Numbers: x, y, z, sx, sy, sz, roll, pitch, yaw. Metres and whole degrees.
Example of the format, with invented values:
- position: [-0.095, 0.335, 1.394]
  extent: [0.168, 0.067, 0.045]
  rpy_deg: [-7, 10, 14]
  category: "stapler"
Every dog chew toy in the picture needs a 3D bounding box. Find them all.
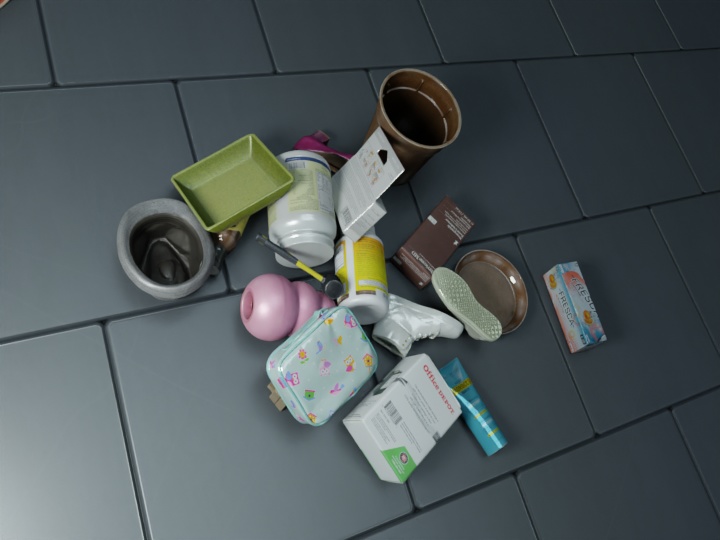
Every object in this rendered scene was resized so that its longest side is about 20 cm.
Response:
- position: [-0.132, 0.075, 1.282]
  extent: [0.195, 0.124, 0.128]
  rpy_deg: [7, 64, -34]
  category: "dog chew toy"

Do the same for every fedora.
- position: [-0.367, -0.025, 1.243]
  extent: [0.173, 0.091, 0.203]
  rpy_deg: [-21, 69, -29]
  category: "fedora"

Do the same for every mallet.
- position: [-0.118, -0.014, 1.278]
  extent: [0.197, 0.066, 0.042]
  rpy_deg: [35, 94, -7]
  category: "mallet"

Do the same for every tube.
- position: [0.232, 0.286, 1.380]
  extent: [0.076, 0.051, 0.203]
  rpy_deg: [-22, 72, -36]
  category: "tube"

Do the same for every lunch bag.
- position: [-0.069, 0.168, 1.218]
  extent: [0.199, 0.076, 0.163]
  rpy_deg: [-41, 103, -31]
  category: "lunch bag"

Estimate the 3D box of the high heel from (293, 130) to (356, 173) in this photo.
- position: [-0.058, -0.232, 1.476]
  extent: [0.198, 0.068, 0.096]
  rpy_deg: [36, 48, 14]
  category: "high heel"

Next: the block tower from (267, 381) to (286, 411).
- position: [-0.096, 0.181, 1.283]
  extent: [0.054, 0.058, 0.199]
  rpy_deg: [47, 58, 3]
  category: "block tower"

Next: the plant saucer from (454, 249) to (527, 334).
- position: [0.293, 0.053, 1.513]
  extent: [0.194, 0.035, 0.207]
  rpy_deg: [9, 64, -18]
  category: "plant saucer"

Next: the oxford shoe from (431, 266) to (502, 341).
- position: [0.221, 0.079, 1.419]
  extent: [0.200, 0.058, 0.075]
  rpy_deg: [46, 65, -4]
  category: "oxford shoe"

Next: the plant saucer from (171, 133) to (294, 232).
- position: [-0.249, -0.164, 1.300]
  extent: [0.197, 0.049, 0.200]
  rpy_deg: [-32, 50, -15]
  category: "plant saucer"

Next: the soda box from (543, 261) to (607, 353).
- position: [0.507, 0.085, 1.564]
  extent: [0.062, 0.069, 0.206]
  rpy_deg: [-7, 69, -24]
  category: "soda box"

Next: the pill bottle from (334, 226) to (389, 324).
- position: [0.000, 0.000, 1.366]
  extent: [0.106, 0.110, 0.206]
  rpy_deg: [7, 58, -19]
  category: "pill bottle"

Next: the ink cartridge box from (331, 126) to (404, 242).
- position: [0.015, -0.181, 1.364]
  extent: [0.044, 0.176, 0.202]
  rpy_deg: [36, 20, -34]
  category: "ink cartridge box"

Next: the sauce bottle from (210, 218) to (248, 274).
- position: [-0.266, -0.087, 1.328]
  extent: [0.063, 0.065, 0.205]
  rpy_deg: [22, 60, -11]
  category: "sauce bottle"

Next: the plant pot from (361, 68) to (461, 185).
- position: [0.101, -0.310, 1.501]
  extent: [0.194, 0.199, 0.207]
  rpy_deg: [8, 64, -17]
  category: "plant pot"

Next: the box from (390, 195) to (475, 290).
- position: [0.165, -0.065, 1.492]
  extent: [0.100, 0.075, 0.201]
  rpy_deg: [42, 60, 0]
  category: "box"

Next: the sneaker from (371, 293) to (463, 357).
- position: [0.117, 0.136, 1.387]
  extent: [0.194, 0.074, 0.119]
  rpy_deg: [19, 65, -5]
  category: "sneaker"

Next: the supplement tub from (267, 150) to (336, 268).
- position: [-0.123, -0.124, 1.356]
  extent: [0.140, 0.145, 0.206]
  rpy_deg: [2, 66, -21]
  category: "supplement tub"

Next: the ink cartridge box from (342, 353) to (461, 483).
- position: [0.085, 0.283, 1.279]
  extent: [0.199, 0.083, 0.148]
  rpy_deg: [-39, 99, -32]
  category: "ink cartridge box"
